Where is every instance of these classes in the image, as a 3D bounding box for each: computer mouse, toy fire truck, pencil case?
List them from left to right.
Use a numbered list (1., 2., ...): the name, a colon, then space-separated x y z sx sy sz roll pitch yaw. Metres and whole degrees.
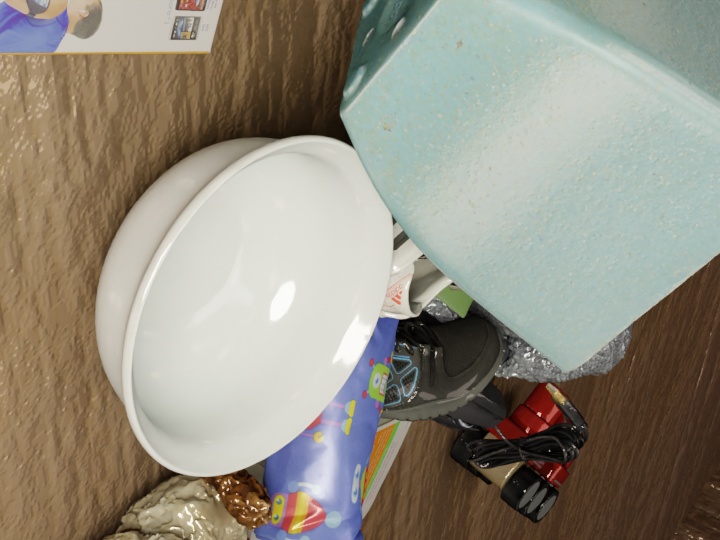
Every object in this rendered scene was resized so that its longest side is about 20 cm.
1. pencil case: -0.020 0.098 0.907 0.087 0.077 0.202 22 75 -59
2. computer mouse: 0.098 0.106 1.091 0.200 0.140 0.046 51 47 -28
3. toy fire truck: 0.198 0.157 1.479 0.200 0.128 0.176 -51 156 -2

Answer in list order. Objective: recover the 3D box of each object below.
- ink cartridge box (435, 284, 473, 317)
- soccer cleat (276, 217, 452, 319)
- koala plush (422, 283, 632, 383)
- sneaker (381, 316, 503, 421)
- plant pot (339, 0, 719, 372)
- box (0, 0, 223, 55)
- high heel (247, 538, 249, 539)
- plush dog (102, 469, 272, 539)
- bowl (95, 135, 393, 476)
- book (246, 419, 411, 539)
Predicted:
1. ink cartridge box: 0.083 -0.077 0.935 0.201 0.059 0.104 -62 155 -4
2. soccer cleat: 0.000 0.000 0.836 0.198 0.086 0.069 -18 137 3
3. koala plush: 0.151 -0.019 1.071 0.178 0.183 0.201 -49 160 -30
4. sneaker: 0.021 0.070 0.993 0.199 0.073 0.083 -19 126 -22
5. plant pot: 0.102 -0.105 0.747 0.196 0.199 0.197 -46 -158 38
6. box: -0.111 -0.160 0.600 0.199 0.041 0.120 -15 127 -57
7. high heel: -0.134 0.271 0.995 0.067 0.096 0.201 10 126 -23
8. plush dog: -0.133 0.203 0.846 0.200 0.160 0.172 -47 -174 39
9. bowl: -0.079 0.006 0.749 0.200 0.090 0.203 -31 135 -37
10. book: -0.041 0.184 1.085 0.199 0.048 0.135 -19 133 -56
